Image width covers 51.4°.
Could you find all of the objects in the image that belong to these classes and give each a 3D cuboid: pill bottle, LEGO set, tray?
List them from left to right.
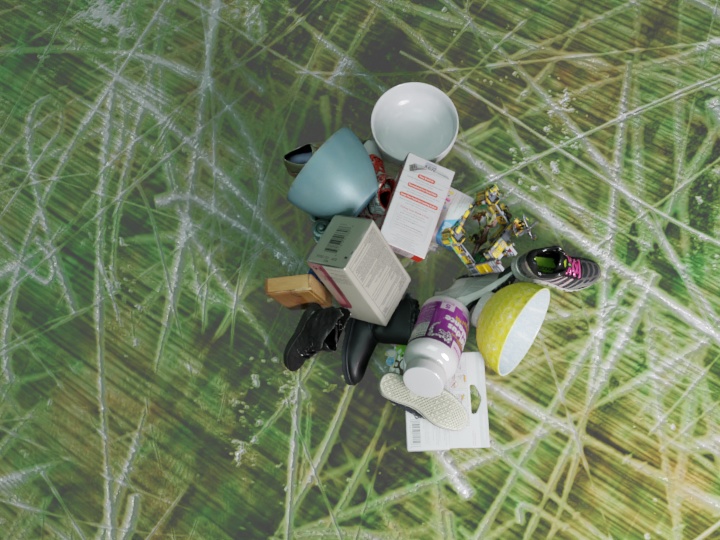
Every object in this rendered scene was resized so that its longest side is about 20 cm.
[{"bbox_3d":[-0.130,0.050,1.609,0.097,0.200,0.038,-6,76,9],"label":"tray"},{"bbox_3d":[0.151,0.154,1.507,0.111,0.113,0.201,13,43,13],"label":"pill bottle"},{"bbox_3d":[0.277,-0.085,1.561,0.199,0.115,0.155,-37,102,-28],"label":"LEGO set"}]

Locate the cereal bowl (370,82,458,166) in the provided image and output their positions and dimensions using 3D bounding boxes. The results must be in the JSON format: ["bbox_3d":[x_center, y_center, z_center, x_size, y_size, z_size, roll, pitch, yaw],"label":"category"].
[{"bbox_3d":[0.122,-0.318,1.697,0.197,0.083,0.203,-1,72,3],"label":"cereal bowl"}]

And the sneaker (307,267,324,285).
[{"bbox_3d":[-0.037,-0.022,1.657,0.200,0.077,0.071,-47,37,23],"label":"sneaker"}]

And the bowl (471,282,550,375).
[{"bbox_3d":[0.292,0.102,1.532,0.107,0.200,0.202,28,84,28],"label":"bowl"}]

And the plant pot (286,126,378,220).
[{"bbox_3d":[-0.041,-0.182,1.578,0.134,0.200,0.201,41,87,2],"label":"plant pot"}]

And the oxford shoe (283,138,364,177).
[{"bbox_3d":[-0.084,-0.267,1.734,0.197,0.074,0.072,-18,74,6],"label":"oxford shoe"}]

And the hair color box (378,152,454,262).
[{"bbox_3d":[0.114,-0.133,1.589,0.110,0.064,0.202,22,82,-5],"label":"hair color box"}]

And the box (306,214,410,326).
[{"bbox_3d":[0.000,0.000,1.546,0.108,0.201,0.129,10,59,38],"label":"box"}]

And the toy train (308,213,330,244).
[{"bbox_3d":[-0.065,-0.145,1.704,0.112,0.085,0.203,-13,76,-2],"label":"toy train"}]

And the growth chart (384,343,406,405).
[{"bbox_3d":[0.122,0.203,1.625,0.142,0.018,0.203,0,77,11],"label":"growth chart"}]

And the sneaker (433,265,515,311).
[{"bbox_3d":[0.248,0.034,1.611,0.198,0.074,0.080,-27,68,4],"label":"sneaker"}]

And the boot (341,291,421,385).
[{"bbox_3d":[0.048,0.147,1.605,0.160,0.073,0.201,-3,67,22],"label":"boot"}]

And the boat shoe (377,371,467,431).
[{"bbox_3d":[0.127,0.266,1.526,0.198,0.062,0.075,24,77,1],"label":"boat shoe"}]

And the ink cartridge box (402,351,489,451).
[{"bbox_3d":[0.178,0.273,1.565,0.171,0.044,0.203,-4,76,10],"label":"ink cartridge box"}]

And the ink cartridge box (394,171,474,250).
[{"bbox_3d":[0.142,-0.145,1.669,0.198,0.068,0.116,28,83,15],"label":"ink cartridge box"}]

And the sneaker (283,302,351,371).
[{"bbox_3d":[-0.095,0.152,1.611,0.104,0.060,0.202,37,111,38],"label":"sneaker"}]

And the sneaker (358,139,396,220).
[{"bbox_3d":[0.042,-0.210,1.671,0.107,0.067,0.204,-18,61,53],"label":"sneaker"}]

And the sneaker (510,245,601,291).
[{"bbox_3d":[0.419,-0.006,1.560,0.197,0.088,0.075,8,73,-9],"label":"sneaker"}]
